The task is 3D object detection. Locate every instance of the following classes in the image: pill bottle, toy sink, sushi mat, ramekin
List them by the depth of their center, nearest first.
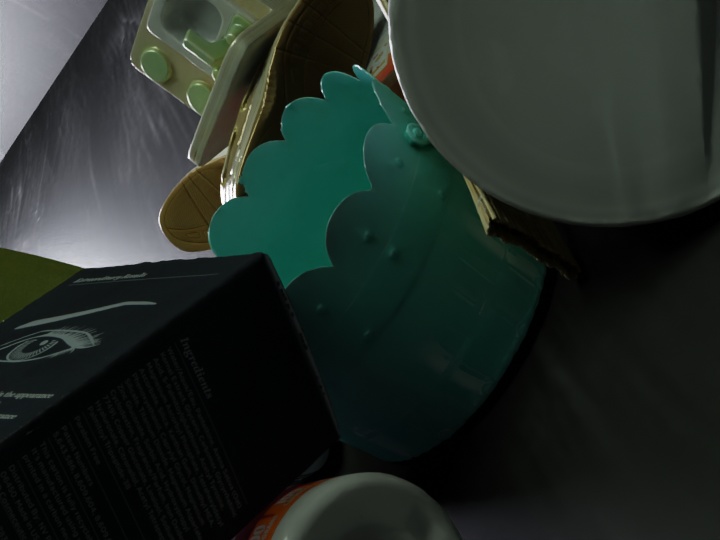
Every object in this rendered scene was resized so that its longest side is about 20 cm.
[{"bbox_3d":[0.117,-0.128,0.631,0.202,0.202,0.094,-48,11,23],"label":"ramekin"},{"bbox_3d":[-0.044,0.168,0.667,0.200,0.114,0.115,-24,40,53],"label":"pill bottle"},{"bbox_3d":[0.057,-0.085,0.722,0.012,0.096,0.201,-38,53,22],"label":"sushi mat"},{"bbox_3d":[-0.100,-0.198,1.059,0.200,0.112,0.131,-48,-10,-45],"label":"toy sink"}]

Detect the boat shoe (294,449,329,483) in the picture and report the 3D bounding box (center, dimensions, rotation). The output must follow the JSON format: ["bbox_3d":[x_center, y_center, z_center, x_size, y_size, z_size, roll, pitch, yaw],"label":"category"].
[{"bbox_3d":[-0.084,0.116,0.897,0.200,0.071,0.091,31,118,54],"label":"boat shoe"}]

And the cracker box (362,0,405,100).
[{"bbox_3d":[0.048,-0.193,1.018,0.134,0.058,0.201,-40,29,42],"label":"cracker box"}]

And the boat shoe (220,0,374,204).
[{"bbox_3d":[-0.054,-0.126,0.982,0.069,0.074,0.201,0,64,61],"label":"boat shoe"}]

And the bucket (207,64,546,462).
[{"bbox_3d":[0.000,0.000,0.761,0.207,0.134,0.208,-46,25,29],"label":"bucket"}]

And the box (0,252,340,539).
[{"bbox_3d":[-0.132,0.083,0.610,0.148,0.105,0.200,-4,24,44],"label":"box"}]

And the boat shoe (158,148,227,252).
[{"bbox_3d":[-0.087,-0.087,1.155,0.200,0.071,0.069,-35,10,20],"label":"boat shoe"}]

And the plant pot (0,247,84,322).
[{"bbox_3d":[-0.281,0.066,1.176,0.187,0.200,0.188,-45,26,29],"label":"plant pot"}]
